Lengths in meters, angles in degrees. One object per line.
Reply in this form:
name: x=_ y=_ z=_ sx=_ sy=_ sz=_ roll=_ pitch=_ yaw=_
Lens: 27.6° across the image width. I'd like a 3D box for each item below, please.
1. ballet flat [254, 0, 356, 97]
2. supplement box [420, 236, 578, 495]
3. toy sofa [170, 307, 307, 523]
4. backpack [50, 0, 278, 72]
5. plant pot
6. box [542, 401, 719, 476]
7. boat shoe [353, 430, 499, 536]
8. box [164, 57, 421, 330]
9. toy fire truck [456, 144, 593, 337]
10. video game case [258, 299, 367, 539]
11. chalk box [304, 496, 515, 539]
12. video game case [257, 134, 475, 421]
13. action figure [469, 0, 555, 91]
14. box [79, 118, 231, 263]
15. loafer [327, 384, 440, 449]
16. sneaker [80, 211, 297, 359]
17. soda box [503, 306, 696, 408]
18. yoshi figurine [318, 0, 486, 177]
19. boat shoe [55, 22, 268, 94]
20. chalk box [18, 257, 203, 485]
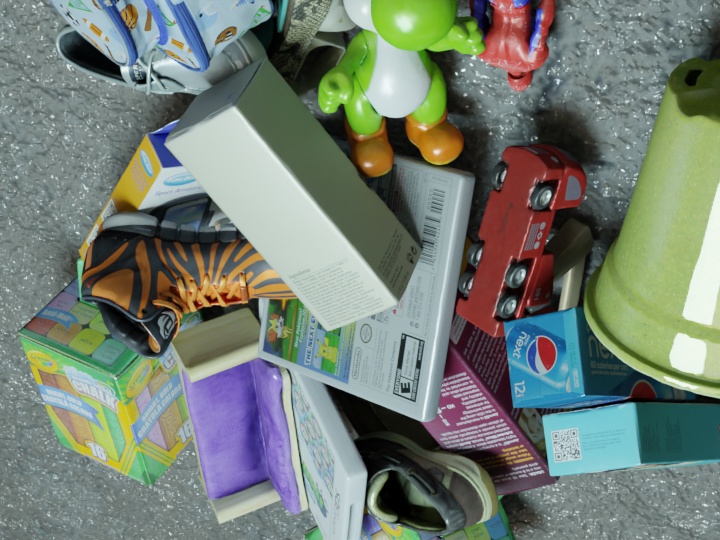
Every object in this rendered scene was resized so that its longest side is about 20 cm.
ballet flat: x=-0.044 y=-0.184 z=1.118 sx=0.075 sy=0.068 sz=0.200 roll=11 pitch=146 yaw=-15
supplement box: x=0.099 y=0.086 z=1.264 sx=0.085 sy=0.111 sz=0.200 roll=-19 pitch=121 yaw=38
toy sofa: x=-0.111 y=0.144 z=1.349 sx=0.082 sy=0.098 sz=0.201 roll=-19 pitch=132 yaw=-16
backpack: x=-0.150 y=-0.228 z=1.020 sx=0.200 sy=0.154 sz=0.191 roll=47 pitch=177 yaw=42
plant pot: x=0.264 y=-0.044 z=1.020 sx=0.199 sy=0.201 sz=0.185 roll=12 pitch=124 yaw=15
box: x=0.234 y=0.138 z=1.204 sx=0.082 sy=0.050 sz=0.199 roll=-13 pitch=168 yaw=34
boat shoe: x=0.032 y=0.188 z=1.280 sx=0.200 sy=0.066 sz=0.072 roll=5 pitch=110 yaw=50
box: x=-0.047 y=-0.053 z=1.096 sx=0.082 sy=0.069 sz=0.200 roll=-21 pitch=119 yaw=37
toy fire truck: x=0.144 y=-0.005 z=1.161 sx=0.049 sy=0.141 sz=0.201 roll=32 pitch=116 yaw=37
video game case: x=-0.047 y=0.147 z=1.329 sx=0.024 sy=0.201 sz=0.183 roll=-18 pitch=147 yaw=-16
chalk box: x=0.065 y=0.261 z=1.409 sx=0.200 sy=0.124 sz=0.124 roll=-35 pitch=75 yaw=45
video game case: x=0.000 y=0.000 z=1.187 sx=0.182 sy=0.022 sz=0.201 roll=18 pitch=107 yaw=35
action figure: x=0.105 y=-0.204 z=1.028 sx=0.065 sy=0.052 sz=0.201 roll=13 pitch=141 yaw=22
box: x=-0.150 y=-0.062 z=1.242 sx=0.200 sy=0.118 sz=0.042 roll=-48 pitch=61 yaw=48
loafer: x=0.017 y=0.101 z=1.345 sx=0.067 sy=0.076 sz=0.200 roll=-19 pitch=121 yaw=45
sneaker: x=-0.127 y=0.022 z=1.169 sx=0.198 sy=0.113 sz=0.078 roll=4 pitch=139 yaw=9
soda box: x=0.192 y=0.072 z=1.153 sx=0.064 sy=0.068 sz=0.199 roll=-13 pitch=168 yaw=35
yoshi figurine: x=0.030 y=-0.152 z=1.054 sx=0.111 sy=0.113 sz=0.201 roll=18 pitch=139 yaw=23
boat shoe: x=-0.159 y=-0.163 z=1.139 sx=0.200 sy=0.071 sz=0.070 roll=18 pitch=129 yaw=37
chalk box: x=-0.226 y=0.078 z=1.378 sx=0.124 sy=0.124 sz=0.201 roll=20 pitch=140 yaw=29
